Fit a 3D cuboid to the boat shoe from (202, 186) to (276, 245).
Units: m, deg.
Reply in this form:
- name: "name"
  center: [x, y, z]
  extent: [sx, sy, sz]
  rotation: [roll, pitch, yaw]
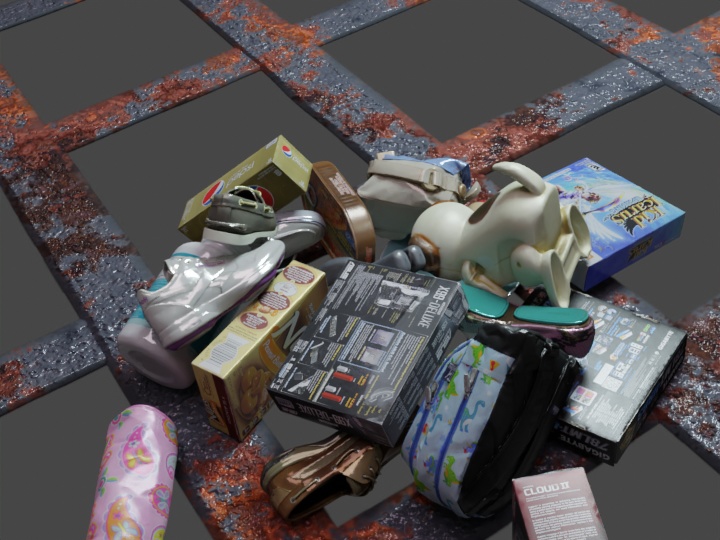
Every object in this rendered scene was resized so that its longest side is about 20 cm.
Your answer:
- name: "boat shoe"
  center: [-0.146, -0.074, 1.286]
  extent: [0.072, 0.061, 0.202]
  rotation: [10, 10, 7]

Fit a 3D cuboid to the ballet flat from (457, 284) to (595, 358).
- name: "ballet flat"
  center: [0.175, 0.067, 1.192]
  extent: [0.199, 0.072, 0.069]
  rotation: [11, 27, 22]

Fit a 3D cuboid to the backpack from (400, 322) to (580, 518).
- name: "backpack"
  center: [0.135, 0.165, 1.090]
  extent: [0.153, 0.163, 0.201]
  rotation: [8, 79, 34]

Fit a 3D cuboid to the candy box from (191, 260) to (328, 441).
- name: "candy box"
  center: [-0.113, 0.095, 1.240]
  extent: [0.055, 0.116, 0.200]
  rotation: [23, 51, 28]

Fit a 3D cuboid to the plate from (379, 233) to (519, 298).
- name: "plate"
  center: [0.124, -0.003, 1.377]
  extent: [0.199, 0.026, 0.201]
  rotation: [-4, 43, 4]

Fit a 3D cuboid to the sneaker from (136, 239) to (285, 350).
- name: "sneaker"
  center: [-0.176, 0.006, 1.216]
  extent: [0.200, 0.075, 0.100]
  rotation: [-37, 87, -30]

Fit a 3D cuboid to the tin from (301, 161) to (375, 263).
- name: "tin"
  center: [-0.032, -0.073, 1.415]
  extent: [0.042, 0.112, 0.200]
  rotation: [-12, 42, -22]

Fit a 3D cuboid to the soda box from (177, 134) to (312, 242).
- name: "soda box"
  center: [-0.163, -0.103, 1.424]
  extent: [0.200, 0.068, 0.064]
  rotation: [-30, 33, 32]

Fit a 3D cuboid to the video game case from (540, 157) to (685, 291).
- name: "video game case"
  center: [0.309, -0.070, 1.389]
  extent: [0.199, 0.046, 0.181]
  rotation: [-26, 46, -29]

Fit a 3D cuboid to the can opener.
- name: "can opener"
  center: [0.000, 0.000, 1.295]
  extent: [0.053, 0.200, 0.067]
  rotation: [-18, 83, -40]

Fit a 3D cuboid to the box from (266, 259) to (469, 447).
- name: "box"
  center: [0.011, 0.087, 1.151]
  extent: [0.157, 0.050, 0.200]
  rotation: [12, 56, 32]

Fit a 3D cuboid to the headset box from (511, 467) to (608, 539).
- name: "headset box"
  center: [0.194, 0.296, 0.953]
  extent: [0.075, 0.149, 0.201]
  rotation: [-9, 43, -1]

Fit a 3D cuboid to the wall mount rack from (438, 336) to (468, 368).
- name: "wall mount rack"
  center: [0.043, 0.109, 1.238]
  extent: [0.199, 0.075, 0.175]
  rotation: [-9, 67, 1]

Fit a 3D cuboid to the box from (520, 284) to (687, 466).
- name: "box"
  center: [0.258, 0.114, 1.213]
  extent: [0.198, 0.050, 0.200]
  rotation: [20, 49, 31]

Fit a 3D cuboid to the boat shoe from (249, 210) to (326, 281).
- name: "boat shoe"
  center: [-0.140, -0.016, 1.395]
  extent: [0.201, 0.075, 0.086]
  rotation: [-16, 48, 1]

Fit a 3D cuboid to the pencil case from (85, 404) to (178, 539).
- name: "pencil case"
  center: [-0.254, 0.247, 1.127]
  extent: [0.087, 0.088, 0.201]
  rotation: [-6, 42, 2]

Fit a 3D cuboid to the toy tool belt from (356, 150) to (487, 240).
- name: "toy tool belt"
  center: [0.102, -0.113, 1.394]
  extent: [0.199, 0.125, 0.123]
  rotation: [8, 52, 17]

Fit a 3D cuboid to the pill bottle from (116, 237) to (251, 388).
- name: "pill bottle"
  center: [-0.215, 0.042, 1.294]
  extent: [0.110, 0.111, 0.201]
  rotation: [16, 59, 24]

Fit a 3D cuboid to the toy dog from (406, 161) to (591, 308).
- name: "toy dog"
  center: [0.155, -0.034, 1.252]
  extent: [0.199, 0.194, 0.140]
  rotation: [-5, 46, 35]

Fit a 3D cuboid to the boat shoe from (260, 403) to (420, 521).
- name: "boat shoe"
  center: [-0.010, 0.219, 1.131]
  extent: [0.199, 0.076, 0.074]
  rotation: [-25, 50, -7]
